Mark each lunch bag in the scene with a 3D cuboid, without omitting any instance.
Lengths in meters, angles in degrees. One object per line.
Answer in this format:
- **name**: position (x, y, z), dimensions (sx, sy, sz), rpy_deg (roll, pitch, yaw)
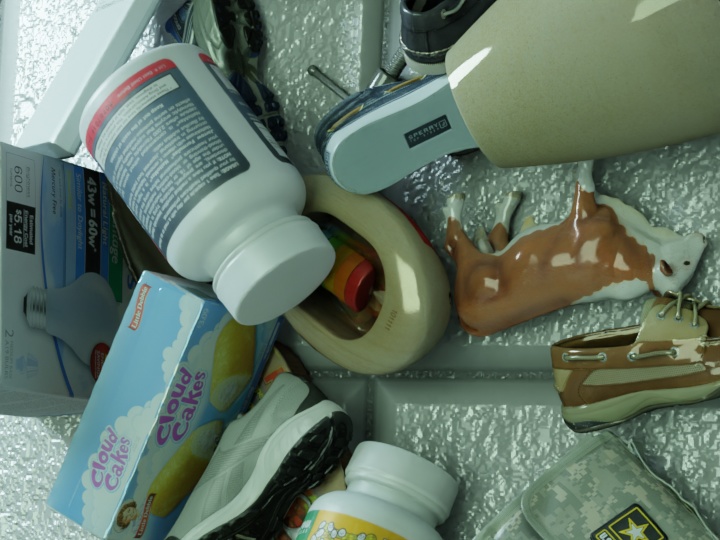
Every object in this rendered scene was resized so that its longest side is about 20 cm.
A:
- **lunch bag**: position (0.163, 0.230, 1.451), dimensions (0.200, 0.118, 0.164), rpy_deg (-48, 63, 9)

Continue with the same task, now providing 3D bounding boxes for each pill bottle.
- **pill bottle**: position (-0.002, 0.233, 1.522), dimensions (0.113, 0.113, 0.200), rpy_deg (12, 67, 31)
- **pill bottle**: position (-0.112, -0.062, 1.557), dimensions (0.120, 0.120, 0.200), rpy_deg (-44, 68, 17)

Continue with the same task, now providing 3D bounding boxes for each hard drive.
- **hard drive**: position (-0.213, -0.181, 1.703), dimensions (0.200, 0.027, 0.132), rpy_deg (-62, 20, -12)

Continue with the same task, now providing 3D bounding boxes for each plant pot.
- **plant pot**: position (0.167, -0.154, 1.445), dimensions (0.200, 0.187, 0.187), rpy_deg (-24, 72, 18)

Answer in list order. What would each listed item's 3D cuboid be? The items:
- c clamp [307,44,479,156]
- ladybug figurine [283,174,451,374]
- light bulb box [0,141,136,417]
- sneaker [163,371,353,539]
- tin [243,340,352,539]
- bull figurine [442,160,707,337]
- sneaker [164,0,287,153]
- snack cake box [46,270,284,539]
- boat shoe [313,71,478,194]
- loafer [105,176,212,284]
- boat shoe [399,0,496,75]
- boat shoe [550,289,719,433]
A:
- **c clamp**: position (0.066, -0.182, 1.613), dimensions (0.171, 0.027, 0.200), rpy_deg (47, 107, 27)
- **ladybug figurine**: position (0.000, 0.000, 1.588), dimensions (0.200, 0.072, 0.136), rpy_deg (41, 120, 37)
- **light bulb box**: position (-0.280, 0.014, 1.685), dimensions (0.125, 0.200, 0.198), rpy_deg (-6, 80, 28)
- **sneaker**: position (-0.091, 0.164, 1.596), dimensions (0.200, 0.074, 0.079), rpy_deg (-48, 54, 9)
- **tin**: position (-0.070, 0.140, 1.641), dimensions (0.112, 0.042, 0.200), rpy_deg (-39, 66, 24)
- **bull figurine**: position (0.151, -0.018, 1.521), dimensions (0.200, 0.065, 0.122), rpy_deg (-18, 70, 24)
- **sneaker**: position (-0.118, -0.135, 1.696), dimensions (0.085, 0.077, 0.200), rpy_deg (-23, 65, 36)
- **snack cake box**: position (-0.150, 0.108, 1.604), dimensions (0.067, 0.115, 0.200), rpy_deg (26, 97, 30)
- **boat shoe**: position (0.059, -0.125, 1.566), dimensions (0.200, 0.091, 0.071), rpy_deg (-21, 113, -5)
- **loafer**: position (-0.174, -0.055, 1.677), dimensions (0.073, 0.071, 0.200), rpy_deg (-19, 95, 3)
- **boat shoe**: position (0.085, -0.238, 1.547), dimensions (0.073, 0.063, 0.200), rpy_deg (15, 61, 27)
- **boat shoe**: position (0.220, 0.054, 1.452), dimensions (0.200, 0.076, 0.074), rpy_deg (-20, 96, 26)
